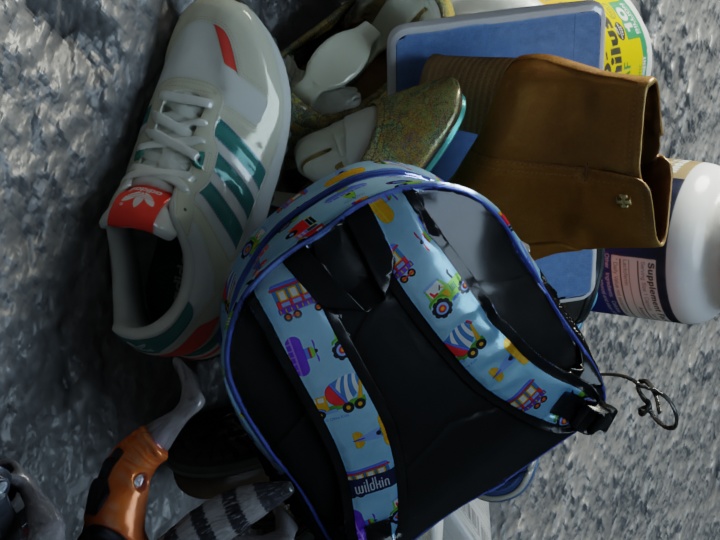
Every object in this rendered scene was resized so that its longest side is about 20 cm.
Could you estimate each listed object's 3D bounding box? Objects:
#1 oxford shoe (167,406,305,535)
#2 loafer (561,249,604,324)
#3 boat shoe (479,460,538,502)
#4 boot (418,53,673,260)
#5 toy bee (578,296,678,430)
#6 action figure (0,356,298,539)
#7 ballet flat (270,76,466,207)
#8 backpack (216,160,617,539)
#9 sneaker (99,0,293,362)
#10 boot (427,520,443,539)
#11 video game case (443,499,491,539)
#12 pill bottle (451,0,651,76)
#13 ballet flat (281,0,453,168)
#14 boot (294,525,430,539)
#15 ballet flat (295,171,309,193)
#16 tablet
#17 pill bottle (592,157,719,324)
[{"bbox_3d":[-0.047,0.120,1.346,0.200,0.073,0.084,-2,101,-61],"label":"oxford shoe"},{"bbox_3d":[0.101,-0.043,1.421,0.072,0.073,0.200,-28,126,-25],"label":"loafer"},{"bbox_3d":[0.080,0.052,1.452,0.072,0.072,0.200,45,35,-66],"label":"boat shoe"},{"bbox_3d":[0.100,-0.023,1.292,0.071,0.144,0.201,-40,137,-54],"label":"boot"},{"bbox_3d":[0.112,0.036,1.549,0.109,0.200,0.131,-28,144,-16],"label":"toy bee"},{"bbox_3d":[-0.139,0.131,1.128,0.193,0.105,0.200,-39,132,-14],"label":"action figure"},{"bbox_3d":[-0.021,-0.038,1.273,0.200,0.071,0.071,-50,166,30],"label":"ballet flat"},{"bbox_3d":[0.008,0.031,1.193,0.183,0.135,0.200,-34,127,-1],"label":"backpack"},{"bbox_3d":[-0.092,-0.049,1.221,0.093,0.070,0.200,0,100,-67],"label":"sneaker"},{"bbox_3d":[0.011,0.185,1.435,0.090,0.073,0.200,-50,166,-53],"label":"boot"},{"bbox_3d":[0.042,0.075,1.478,0.200,0.024,0.182,58,24,-50],"label":"video game case"},{"bbox_3d":[0.106,-0.133,1.519,0.200,0.113,0.113,-18,112,-59],"label":"pill bottle"},{"bbox_3d":[0.003,-0.129,1.343,0.200,0.071,0.071,-43,134,-39],"label":"ballet flat"},{"bbox_3d":[-0.029,0.215,1.357,0.131,0.200,0.068,57,8,-16],"label":"boot"},{"bbox_3d":[0.000,0.000,1.366,0.066,0.057,0.200,35,41,-58],"label":"ballet flat"},{"bbox_3d":[0.078,-0.060,1.352,0.014,0.130,0.200,-117,-158,-56],"label":"tablet"},{"bbox_3d":[0.204,-0.023,1.634,0.116,0.200,0.116,-24,117,-58],"label":"pill bottle"}]
